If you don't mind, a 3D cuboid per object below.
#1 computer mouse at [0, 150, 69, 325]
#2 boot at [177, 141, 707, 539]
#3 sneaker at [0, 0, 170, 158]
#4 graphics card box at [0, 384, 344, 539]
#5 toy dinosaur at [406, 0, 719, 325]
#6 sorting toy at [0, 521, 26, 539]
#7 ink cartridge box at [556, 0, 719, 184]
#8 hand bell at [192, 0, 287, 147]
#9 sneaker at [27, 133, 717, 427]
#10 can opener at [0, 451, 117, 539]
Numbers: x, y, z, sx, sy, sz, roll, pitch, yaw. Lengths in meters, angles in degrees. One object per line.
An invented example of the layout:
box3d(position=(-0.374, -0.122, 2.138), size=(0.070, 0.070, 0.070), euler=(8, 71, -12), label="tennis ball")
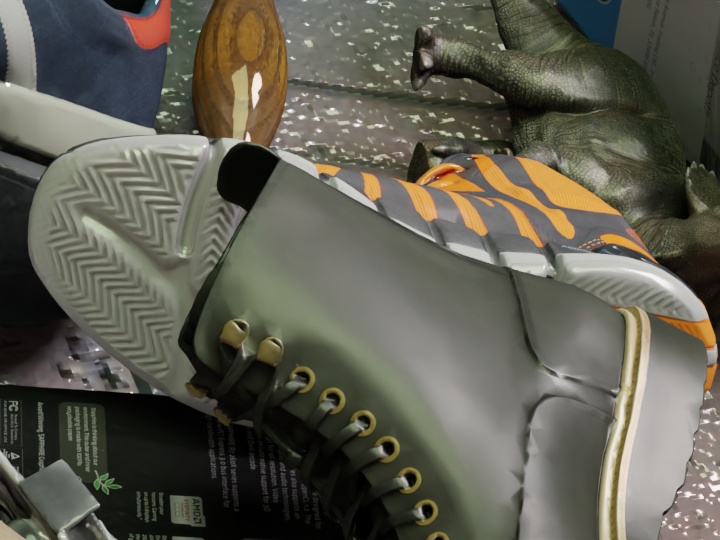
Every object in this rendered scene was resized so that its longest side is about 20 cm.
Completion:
box3d(position=(-0.157, -0.024, 0.912), size=(0.200, 0.138, 0.053), euler=(19, 86, -2), label="computer mouse")
box3d(position=(0.003, 0.064, 0.746), size=(0.138, 0.077, 0.200), euler=(27, 38, -8), label="boot")
box3d(position=(-0.137, -0.091, 0.921), size=(0.075, 0.085, 0.200), euler=(17, 0, 42), label="sneaker")
box3d(position=(-0.033, 0.094, 0.821), size=(0.200, 0.051, 0.126), euler=(5, 43, -12), label="graphics card box")
box3d(position=(0.072, -0.037, 0.988), size=(0.102, 0.077, 0.200), euler=(4, 34, -26), label="toy dinosaur")
box3d(position=(-0.093, 0.091, 0.627), size=(0.185, 0.200, 0.036), euler=(31, 63, 31), label="sorting toy")
box3d(position=(0.156, -0.097, 1.000), size=(0.084, 0.145, 0.200), euler=(-13, 47, -24), label="ink cartridge box")
box3d(position=(-0.039, -0.112, 1.046), size=(0.104, 0.104, 0.200), euler=(5, 55, -5), label="hand bell")
box3d(position=(0.000, 0.000, 0.875), size=(0.200, 0.078, 0.112), euler=(16, 14, -10), label="sneaker")
box3d(position=(-0.052, 0.117, 0.707), size=(0.067, 0.053, 0.200), euler=(-31, 48, -13), label="can opener")
